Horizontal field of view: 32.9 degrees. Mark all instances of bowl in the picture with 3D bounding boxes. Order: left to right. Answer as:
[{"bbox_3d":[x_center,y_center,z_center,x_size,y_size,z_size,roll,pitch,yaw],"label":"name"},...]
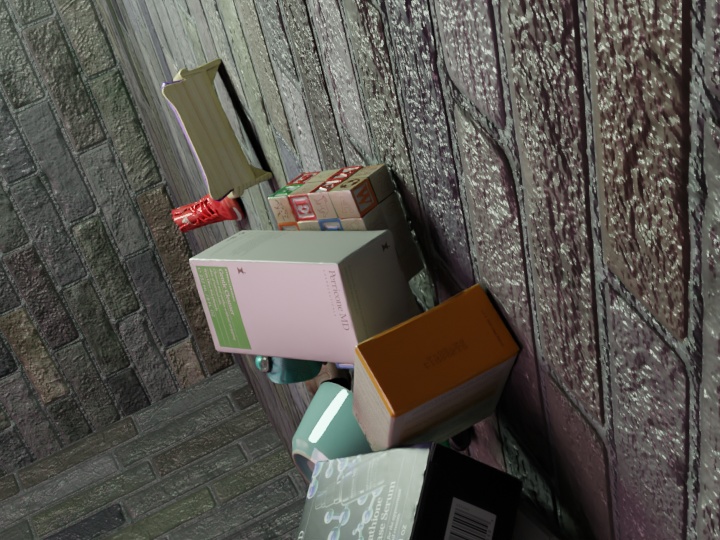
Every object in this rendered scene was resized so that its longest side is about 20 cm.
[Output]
[{"bbox_3d":[-0.023,0.271,1.771,0.201,0.105,0.201,39,157,20],"label":"bowl"}]

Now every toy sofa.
[{"bbox_3d":[-0.215,-0.201,1.789,0.200,0.098,0.083,65,168,-7],"label":"toy sofa"}]

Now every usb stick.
[{"bbox_3d":[0.082,0.172,1.410,0.055,0.033,0.200,66,168,-5],"label":"usb stick"}]

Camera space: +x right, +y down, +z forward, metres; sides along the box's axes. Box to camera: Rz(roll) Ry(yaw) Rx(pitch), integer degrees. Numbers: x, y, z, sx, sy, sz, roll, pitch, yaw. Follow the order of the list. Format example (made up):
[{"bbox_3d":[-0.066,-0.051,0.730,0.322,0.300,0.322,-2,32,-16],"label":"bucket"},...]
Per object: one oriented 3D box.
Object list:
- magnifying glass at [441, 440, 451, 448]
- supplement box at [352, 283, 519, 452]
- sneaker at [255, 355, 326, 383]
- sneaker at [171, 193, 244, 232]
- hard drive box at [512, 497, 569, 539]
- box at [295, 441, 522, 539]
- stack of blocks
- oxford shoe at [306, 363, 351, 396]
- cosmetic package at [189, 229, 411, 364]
[{"bbox_3d":[0.067,0.128,1.292,0.080,0.022,0.200,63,-168,-61],"label":"magnifying glass"},{"bbox_3d":[0.062,0.102,1.112,0.074,0.126,0.200,59,167,20],"label":"supplement box"},{"bbox_3d":[-0.078,0.063,1.345,0.200,0.084,0.121,118,145,-82],"label":"sneaker"},{"bbox_3d":[-0.286,-0.105,2.270,0.078,0.115,0.200,64,169,1],"label":"sneaker"},{"bbox_3d":[0.117,0.289,1.155,0.077,0.156,0.200,38,180,-21],"label":"hard drive box"},{"bbox_3d":[0.033,0.250,1.106,0.107,0.149,0.200,27,154,-25],"label":"box"},{"bbox_3d":[0.000,0.000,1.216,0.115,0.059,0.200,-2,118,42],"label":"stack of blocks"},{"bbox_3d":[-0.046,0.180,1.875,0.200,0.071,0.073,84,176,-59],"label":"oxford shoe"},{"bbox_3d":[-0.057,0.022,1.172,0.200,0.085,0.108,1,113,42],"label":"cosmetic package"}]
